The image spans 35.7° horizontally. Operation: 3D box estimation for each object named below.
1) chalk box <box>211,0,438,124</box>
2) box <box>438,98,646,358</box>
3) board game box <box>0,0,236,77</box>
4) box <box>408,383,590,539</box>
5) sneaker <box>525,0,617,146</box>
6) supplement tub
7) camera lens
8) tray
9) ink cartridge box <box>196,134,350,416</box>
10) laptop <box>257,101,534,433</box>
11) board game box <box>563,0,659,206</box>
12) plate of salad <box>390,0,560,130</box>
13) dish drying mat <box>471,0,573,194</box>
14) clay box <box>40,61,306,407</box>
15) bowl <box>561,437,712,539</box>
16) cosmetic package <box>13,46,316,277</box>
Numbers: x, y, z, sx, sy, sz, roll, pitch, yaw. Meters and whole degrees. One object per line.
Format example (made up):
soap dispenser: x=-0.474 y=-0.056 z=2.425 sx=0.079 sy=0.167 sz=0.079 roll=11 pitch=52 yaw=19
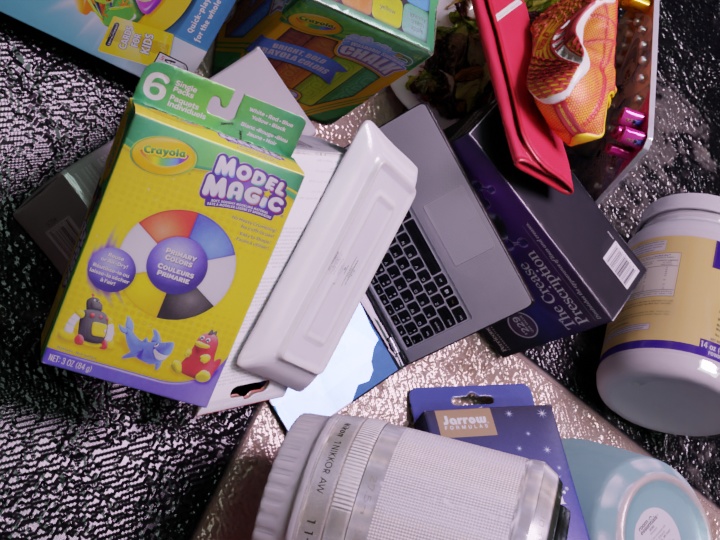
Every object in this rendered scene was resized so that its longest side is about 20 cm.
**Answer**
chalk box: x=-0.016 y=-0.223 z=0.900 sx=0.125 sy=0.200 sz=0.124 roll=17 pitch=66 yaw=-29
box: x=0.127 y=-0.035 z=0.974 sx=0.200 sy=0.141 sz=0.079 roll=51 pitch=54 yaw=-10
board game box: x=-0.187 y=-0.239 z=0.824 sx=0.200 sy=0.151 sz=0.047 roll=23 pitch=25 yaw=-27
box: x=0.116 y=0.178 z=0.918 sx=0.121 sy=0.032 sz=0.200 roll=-1 pitch=56 yaw=-19
sneaker: x=0.182 y=-0.175 z=0.940 sx=0.077 sy=0.073 sz=0.200 roll=55 pitch=39 yaw=-29
supplement tub: x=0.314 y=0.042 z=1.075 sx=0.145 sy=0.145 sz=0.200 roll=31 pitch=60 yaw=-23
camera lens: x=0.037 y=0.193 z=0.783 sx=0.200 sy=0.160 sz=0.160 roll=13 pitch=62 yaw=11
tray: x=-0.014 y=-0.004 z=0.833 sx=0.200 sy=0.022 sz=0.107 roll=-63 pitch=151 yaw=-4
ink cartridge box: x=-0.073 y=0.000 z=0.815 sx=0.109 sy=0.050 sz=0.200 roll=-3 pitch=116 yaw=-57
laptop: x=0.000 y=0.000 z=0.891 sx=0.187 sy=0.200 sz=0.116 roll=61 pitch=23 yaw=-4
board game box: x=0.207 y=-0.137 z=1.018 sx=0.026 sy=0.200 sz=0.200 roll=19 pitch=56 yaw=-10
plate of salad: x=0.118 y=-0.212 z=1.019 sx=0.200 sy=0.048 sz=0.200 roll=-4 pitch=64 yaw=8
dish drying mat: x=0.133 y=-0.159 z=0.924 sx=0.077 sy=0.018 sz=0.200 roll=22 pitch=47 yaw=-42
clay box: x=-0.117 y=-0.021 z=0.714 sx=0.115 sy=0.048 sz=0.200 roll=18 pitch=106 yaw=-20
bowl: x=0.232 y=0.241 z=0.982 sx=0.201 sy=0.105 sz=0.201 roll=12 pitch=69 yaw=-32
cosmetic package: x=-0.140 y=-0.074 z=0.829 sx=0.090 sy=0.107 sz=0.200 roll=53 pitch=52 yaw=-10
